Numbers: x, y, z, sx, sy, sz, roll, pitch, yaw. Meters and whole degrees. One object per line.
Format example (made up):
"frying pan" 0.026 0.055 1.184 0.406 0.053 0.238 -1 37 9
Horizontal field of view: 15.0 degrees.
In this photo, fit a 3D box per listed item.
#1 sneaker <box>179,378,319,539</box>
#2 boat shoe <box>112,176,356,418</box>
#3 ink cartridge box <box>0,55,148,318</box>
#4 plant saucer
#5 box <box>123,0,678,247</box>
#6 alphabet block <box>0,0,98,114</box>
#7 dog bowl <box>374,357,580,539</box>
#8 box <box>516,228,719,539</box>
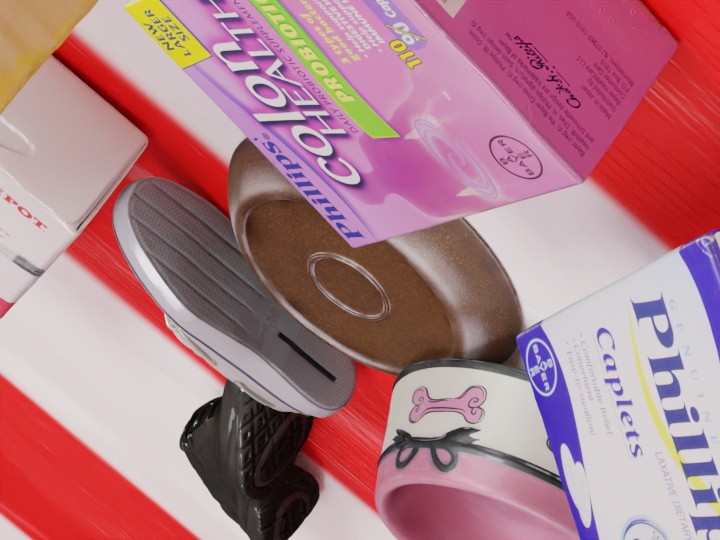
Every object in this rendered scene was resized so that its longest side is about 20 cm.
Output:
"sneaker" -0.082 0.113 1.812 0.091 0.076 0.200 35 151 22
"boat shoe" -0.090 0.026 1.672 0.067 0.074 0.200 -17 123 47
"ink cartridge box" -0.232 -0.067 1.686 0.145 0.084 0.200 40 154 -6
"plant saucer" 0.000 0.000 1.581 0.200 0.032 0.200 27 151 16
"box" 0.015 -0.117 1.307 0.176 0.097 0.200 46 152 -18
"alphabet block" -0.243 -0.194 1.382 0.200 0.197 0.195 50 151 -24
"dog bowl" 0.097 0.136 1.597 0.200 0.074 0.200 22 156 11
"box" 0.184 0.081 1.316 0.200 0.105 0.184 -34 71 61
